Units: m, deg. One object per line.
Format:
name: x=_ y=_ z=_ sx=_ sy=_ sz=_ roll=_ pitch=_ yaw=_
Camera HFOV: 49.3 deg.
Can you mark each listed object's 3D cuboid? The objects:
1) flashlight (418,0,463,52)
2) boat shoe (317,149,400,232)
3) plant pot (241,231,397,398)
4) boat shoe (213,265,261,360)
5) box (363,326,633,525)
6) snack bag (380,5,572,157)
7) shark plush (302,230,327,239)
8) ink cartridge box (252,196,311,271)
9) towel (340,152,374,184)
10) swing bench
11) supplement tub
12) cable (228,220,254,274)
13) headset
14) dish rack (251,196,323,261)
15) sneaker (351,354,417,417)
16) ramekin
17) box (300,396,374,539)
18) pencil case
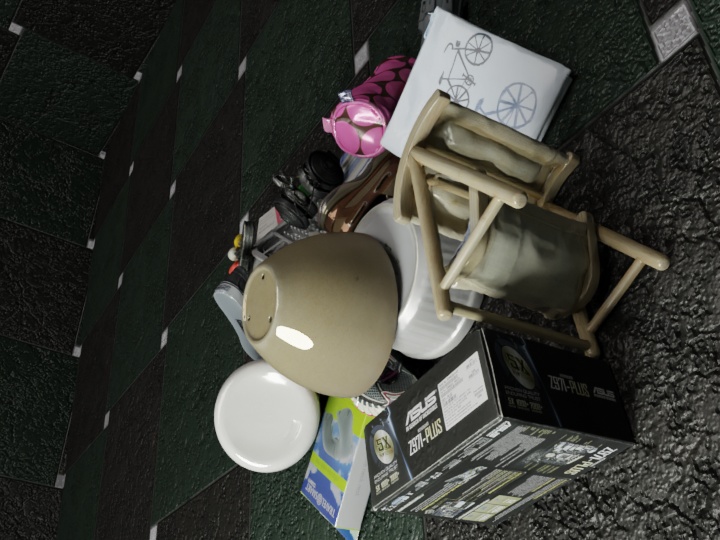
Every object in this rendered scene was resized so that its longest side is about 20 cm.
flashlight: x=0.111 y=-0.292 z=1.084 sx=0.068 sy=0.066 sz=0.205 roll=-27 pitch=49 yaw=59
boat shoe: x=0.034 y=-0.105 z=1.061 sx=0.199 sy=0.076 sz=0.072 roll=-41 pitch=60 yaw=-12
plant pot: x=-0.065 y=0.048 z=0.941 sx=0.198 sy=0.132 sz=0.206 roll=-15 pitch=72 yaw=54
boat shoe: x=-0.162 y=0.078 z=1.233 sx=0.072 sy=0.201 sz=0.069 roll=5 pitch=47 yaw=38
box: x=0.121 y=0.155 z=0.737 sx=0.200 sy=0.160 sz=0.088 roll=-48 pitch=38 yaw=40
snack bag: x=0.128 y=-0.188 z=0.938 sx=0.198 sy=0.021 sz=0.192 roll=34 pitch=110 yaw=26
shark plush: x=-0.025 y=0.038 z=1.104 sx=0.090 sy=0.082 sz=0.205 roll=29 pitch=131 yaw=57
ink cartridge box: x=-0.121 y=-0.008 z=1.338 sx=0.146 sy=0.081 sz=0.205 roll=-26 pitch=54 yaw=54
towel: x=0.001 y=-0.167 z=1.192 sx=0.148 sy=0.023 sz=0.202 roll=-51 pitch=18 yaw=30
swing bench: x=0.147 y=-0.044 z=0.750 sx=0.131 sy=0.195 sz=0.202 roll=-58 pitch=32 yaw=26
supplement tub: x=-0.126 y=0.202 z=1.120 sx=0.200 sy=0.141 sz=0.149 roll=103 pitch=180 yaw=-83
cable: x=-0.203 y=-0.025 z=1.312 sx=0.200 sy=0.049 sz=0.100 roll=125 pitch=154 yaw=-79
headset: x=-0.088 y=-0.128 z=1.171 sx=0.124 sy=0.093 sz=0.200 roll=-50 pitch=11 yaw=12
dish rack: x=-0.062 y=-0.060 z=1.212 sx=0.199 sy=0.044 sz=0.171 roll=-42 pitch=30 yaw=-14
sneaker: x=0.006 y=0.119 z=0.999 sx=0.198 sy=0.079 sz=0.077 roll=29 pitch=130 yaw=44
ramekin: x=0.057 y=0.004 z=0.973 sx=0.201 sy=0.092 sz=0.208 roll=-19 pitch=67 yaw=53
box: x=-0.021 y=0.252 z=1.068 sx=0.121 sy=0.047 sz=0.205 roll=17 pitch=91 yaw=62
pencil case: x=0.026 y=-0.233 z=1.085 sx=0.201 sy=0.091 sz=0.093 roll=-52 pitch=-42 yaw=-53
